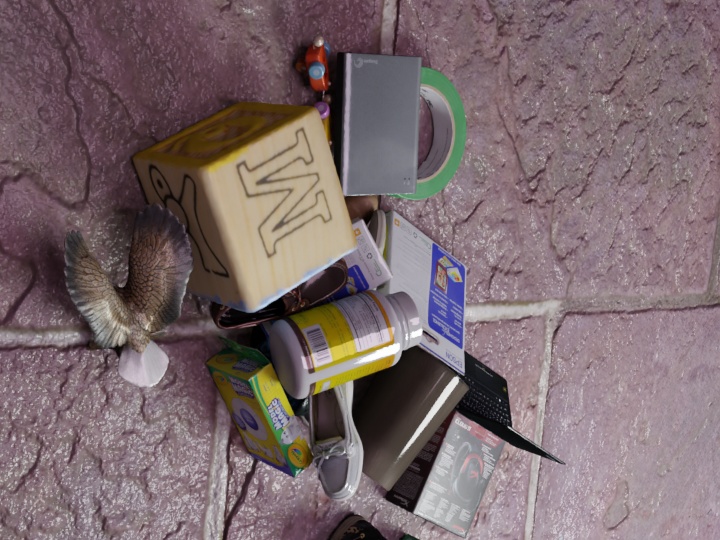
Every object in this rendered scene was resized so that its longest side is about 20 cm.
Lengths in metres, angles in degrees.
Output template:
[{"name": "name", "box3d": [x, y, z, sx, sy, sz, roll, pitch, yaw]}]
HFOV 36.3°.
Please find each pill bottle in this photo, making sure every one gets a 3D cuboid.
[{"name": "pill bottle", "box3d": [-0.018, 0.094, 1.495, 0.197, 0.109, 0.111, -17, 109, -23]}]

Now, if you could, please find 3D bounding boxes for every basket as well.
[{"name": "basket", "box3d": [0.057, 0.226, 1.704, 0.135, 0.180, 0.201, 37, 84, -4]}]

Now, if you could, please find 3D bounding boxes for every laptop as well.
[{"name": "laptop", "box3d": [0.239, 0.217, 1.815, 0.177, 0.102, 0.203, 35, 39, -38]}]

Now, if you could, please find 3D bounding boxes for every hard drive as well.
[{"name": "hard drive", "box3d": [0.024, -0.213, 1.602, 0.138, 0.033, 0.204, -4, 100, -34]}]

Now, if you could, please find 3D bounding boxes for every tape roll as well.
[{"name": "tape roll", "box3d": [0.078, -0.213, 1.697, 0.198, 0.048, 0.204, -9, 104, -38]}]

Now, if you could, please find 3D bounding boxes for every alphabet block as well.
[{"name": "alphabet block", "box3d": [-0.150, -0.090, 1.442, 0.195, 0.194, 0.203, -33, 119, -32]}]

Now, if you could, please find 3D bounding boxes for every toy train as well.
[{"name": "toy train", "box3d": [-0.075, -0.225, 1.537, 0.202, 0.055, 0.152, -80, 164, -45]}]

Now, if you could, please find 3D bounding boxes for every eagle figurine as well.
[{"name": "eagle figurine", "box3d": [-0.296, 0.032, 1.374, 0.148, 0.201, 0.153, 17, 48, -3]}]

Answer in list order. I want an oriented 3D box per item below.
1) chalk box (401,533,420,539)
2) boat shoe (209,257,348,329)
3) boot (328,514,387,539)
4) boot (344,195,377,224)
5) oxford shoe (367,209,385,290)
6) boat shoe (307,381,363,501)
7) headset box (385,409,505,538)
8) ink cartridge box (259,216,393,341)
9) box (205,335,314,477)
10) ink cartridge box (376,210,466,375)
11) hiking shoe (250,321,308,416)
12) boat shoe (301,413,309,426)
[{"name": "chalk box", "box3d": [0.100, 0.529, 1.807, 0.124, 0.124, 0.202, -44, 124, -23]}, {"name": "boat shoe", "box3d": [-0.106, 0.035, 1.483, 0.197, 0.070, 0.071, -20, 114, -4]}, {"name": "boot", "box3d": [-0.013, 0.484, 1.687, 0.201, 0.150, 0.074, -50, 125, -21]}, {"name": "boot", "box3d": [-0.032, -0.052, 1.621, 0.200, 0.075, 0.074, -42, 119, -27]}, {"name": "oxford shoe", "box3d": [0.000, 0.000, 1.612, 0.057, 0.075, 0.203, 13, 70, 1]}, {"name": "boat shoe", "box3d": [-0.043, 0.218, 1.536, 0.065, 0.073, 0.206, 25, 58, -57]}, {"name": "headset box", "box3d": [0.149, 0.325, 1.840, 0.148, 0.074, 0.203, 32, 78, -39]}, {"name": "ink cartridge box", "box3d": [-0.061, 0.016, 1.539, 0.198, 0.037, 0.096, -31, 103, -3]}, {"name": "box", "box3d": [-0.145, 0.188, 1.545, 0.048, 0.116, 0.203, -35, 118, -29]}, {"name": "ink cartridge box", "box3d": [0.093, 0.040, 1.707, 0.197, 0.047, 0.203, 35, 49, -39]}, {"name": "hiking shoe", "box3d": [-0.122, 0.117, 1.588, 0.086, 0.074, 0.204, -14, 97, -31]}, {"name": "boat shoe", "box3d": [-0.055, 0.143, 1.646, 0.073, 0.060, 0.204, -4, 101, -38]}]
